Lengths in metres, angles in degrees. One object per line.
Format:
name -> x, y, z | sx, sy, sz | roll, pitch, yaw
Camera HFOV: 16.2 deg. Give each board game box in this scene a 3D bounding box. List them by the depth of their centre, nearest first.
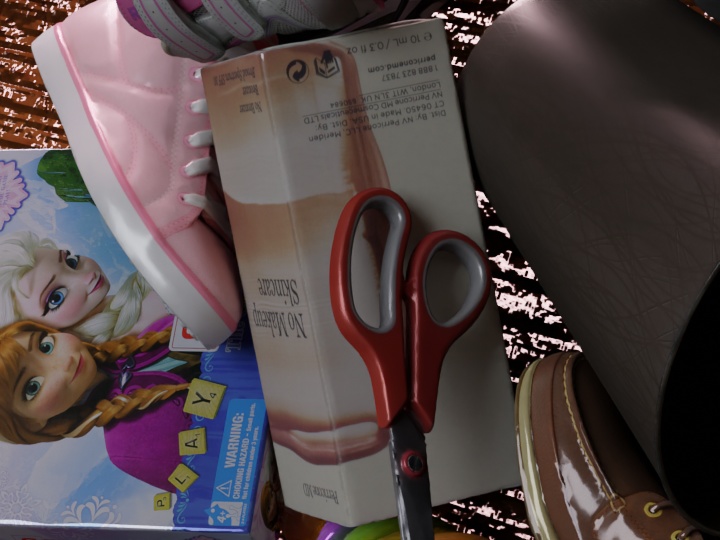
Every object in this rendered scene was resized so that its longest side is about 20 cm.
board game box -> -0.122, 0.036, 1.187 | 0.199, 0.041, 0.201 | -1, 62, 18

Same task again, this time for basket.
basket -> 0.129, -0.024, 1.015 | 0.200, 0.135, 0.181 | 53, 143, 46

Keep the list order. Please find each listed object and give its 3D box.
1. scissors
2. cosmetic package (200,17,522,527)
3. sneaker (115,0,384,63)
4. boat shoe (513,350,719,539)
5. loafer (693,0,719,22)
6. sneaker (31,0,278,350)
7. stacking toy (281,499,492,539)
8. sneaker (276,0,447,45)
scissors -> 0.012, 0.064, 0.998 | 0.014, 0.073, 0.201 | -27, 50, 55
cosmetic package -> 0.000, 0.000, 1.084 | 0.103, 0.087, 0.201 | 176, 82, -71
sneaker -> -0.056, -0.126, 1.074 | 0.088, 0.082, 0.200 | -33, 14, -13
boat shoe -> 0.121, 0.120, 1.010 | 0.067, 0.072, 0.201 | -32, 65, 33
loafer -> 0.212, -0.105, 0.969 | 0.199, 0.071, 0.073 | 20, 70, 22
sneaker -> -0.075, -0.063, 1.158 | 0.104, 0.075, 0.201 | -31, 52, 5
stacking toy -> 0.016, 0.142, 1.100 | 0.110, 0.116, 0.200 | -57, 33, 4
sneaker -> 0.022, -0.163, 1.189 | 0.200, 0.090, 0.067 | -42, 52, 24
